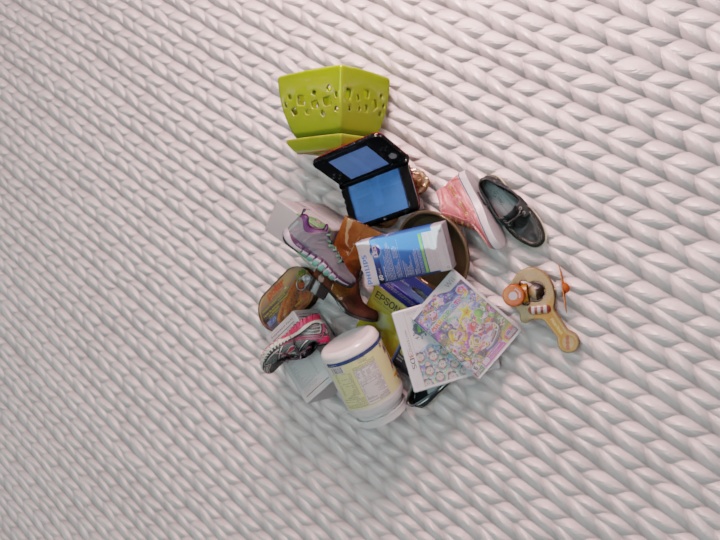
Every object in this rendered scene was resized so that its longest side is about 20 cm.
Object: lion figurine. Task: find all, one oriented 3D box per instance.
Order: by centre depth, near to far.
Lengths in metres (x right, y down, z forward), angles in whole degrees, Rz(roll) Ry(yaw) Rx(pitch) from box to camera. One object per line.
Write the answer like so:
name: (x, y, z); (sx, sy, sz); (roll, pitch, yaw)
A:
lion figurine: (0.077, -0.164, 1.768); (0.122, 0.072, 0.201); (34, 121, 13)

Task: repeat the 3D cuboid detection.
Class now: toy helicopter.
toy helicopter: (0.398, 0.080, 1.576); (0.132, 0.079, 0.201); (-37, 82, 16)

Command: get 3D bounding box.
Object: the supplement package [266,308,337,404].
supplement package: (-0.119, 0.207, 1.850); (0.114, 0.109, 0.201); (-42, 70, 23)

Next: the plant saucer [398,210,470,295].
plant saucer: (0.166, -0.040, 1.697); (0.199, 0.029, 0.202); (16, 116, 37)

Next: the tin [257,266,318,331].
tin: (-0.184, 0.073, 1.933); (0.200, 0.042, 0.112); (-43, 73, 23)

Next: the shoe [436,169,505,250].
shoe: (0.242, -0.117, 1.663); (0.091, 0.071, 0.201); (-34, 68, 28)

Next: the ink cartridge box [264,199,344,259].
ink cartridge box: (-0.105, -0.096, 1.794); (0.145, 0.200, 0.088); (34, 109, 25)

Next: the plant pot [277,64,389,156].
plant pot: (-0.060, -0.364, 1.768); (0.199, 0.198, 0.183); (2, 94, 37)

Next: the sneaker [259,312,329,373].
sneaker: (-0.159, 0.184, 1.764); (0.200, 0.080, 0.075); (-41, 72, 24)

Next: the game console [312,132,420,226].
game console: (0.011, -0.196, 1.697); (0.199, 0.172, 0.120); (-17, 58, 35)

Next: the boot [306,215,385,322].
boot: (0.000, 0.000, 1.734); (0.187, 0.068, 0.201); (31, 94, 1)

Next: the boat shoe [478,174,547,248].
boat shoe: (0.321, -0.129, 1.613); (0.074, 0.066, 0.200); (-39, 71, 23)

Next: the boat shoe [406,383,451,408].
boat shoe: (0.173, 0.232, 1.703); (0.200, 0.062, 0.075); (-49, 66, 21)

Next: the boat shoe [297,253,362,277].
boat shoe: (-0.078, -0.017, 1.862); (0.199, 0.073, 0.062); (32, 81, 28)

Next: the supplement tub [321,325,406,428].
supplement tub: (0.011, 0.244, 1.724); (0.144, 0.145, 0.201); (-19, 105, 29)

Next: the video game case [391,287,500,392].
video game case: (0.188, 0.153, 1.658); (0.198, 0.024, 0.183); (-16, 86, 1)

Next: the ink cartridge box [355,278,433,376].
ink cartridge box: (0.099, 0.117, 1.745); (0.197, 0.047, 0.201); (36, 118, 27)

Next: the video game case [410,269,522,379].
video game case: (0.229, 0.116, 1.635); (0.200, 0.018, 0.143); (41, 92, 4)

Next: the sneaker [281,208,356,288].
sneaker: (-0.073, -0.046, 1.649); (0.200, 0.074, 0.088); (38, 99, -15)

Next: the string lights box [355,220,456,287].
string lights box: (0.099, -0.036, 1.645); (0.199, 0.059, 0.104); (-11, 99, 19)
